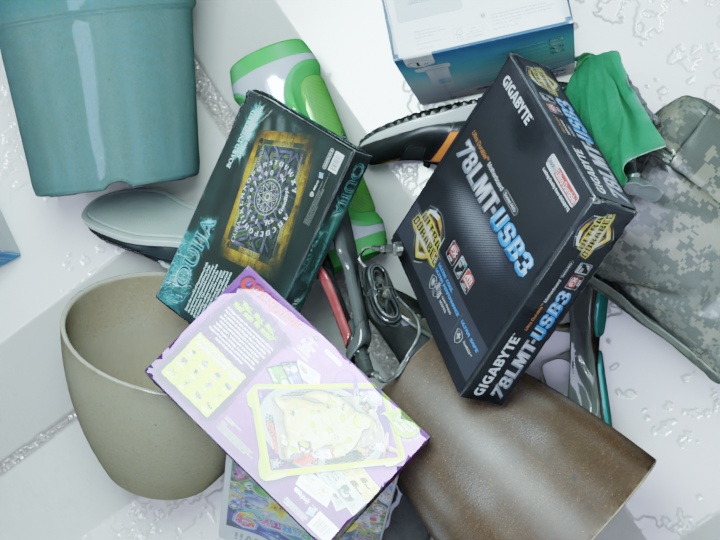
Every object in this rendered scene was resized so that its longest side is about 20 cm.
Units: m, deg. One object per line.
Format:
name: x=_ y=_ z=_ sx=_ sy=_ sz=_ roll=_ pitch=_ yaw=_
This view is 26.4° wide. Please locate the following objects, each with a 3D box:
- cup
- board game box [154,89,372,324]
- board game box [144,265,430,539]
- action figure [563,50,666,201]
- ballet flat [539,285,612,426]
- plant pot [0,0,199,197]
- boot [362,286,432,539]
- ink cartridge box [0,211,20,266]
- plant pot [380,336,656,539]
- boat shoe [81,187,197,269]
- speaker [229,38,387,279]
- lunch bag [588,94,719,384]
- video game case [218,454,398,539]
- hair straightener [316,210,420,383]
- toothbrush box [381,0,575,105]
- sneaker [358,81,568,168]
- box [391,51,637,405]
cup: x=-0.166 y=0.112 z=1.334 sx=0.199 sy=0.201 sz=0.144 roll=16 pitch=119 yaw=8
board game box: x=-0.083 y=-0.034 z=1.274 sx=0.135 sy=0.028 sz=0.201 roll=34 pitch=103 yaw=36
board game box: x=-0.057 y=0.106 z=1.195 sx=0.200 sy=0.032 sz=0.120 roll=43 pitch=82 yaw=12
action figure: x=0.195 y=-0.115 z=1.225 sx=0.055 sy=0.201 sz=0.118 roll=32 pitch=124 yaw=-26
ballet flat: x=0.186 y=0.063 z=1.332 sx=0.063 sy=0.067 sz=0.202 roll=-1 pitch=89 yaw=15
plant pot: x=-0.225 y=-0.170 z=1.340 sx=0.198 sy=0.200 sz=0.198 roll=-6 pitch=97 yaw=8
boot: x=0.027 y=0.134 z=1.357 sx=0.181 sy=0.073 sz=0.201 roll=36 pitch=100 yaw=6
ink cartridge box: x=-0.432 y=-0.021 z=1.419 sx=0.199 sy=0.068 sz=0.116 roll=-27 pitch=85 yaw=7
plant pot: x=0.105 y=0.153 z=1.254 sx=0.200 sy=0.187 sz=0.187 roll=43 pitch=95 yaw=9
boat shoe: x=-0.159 y=-0.026 z=1.380 sx=0.198 sy=0.076 sz=0.061 roll=12 pitch=135 yaw=24
speaker: x=-0.046 y=-0.098 z=1.356 sx=0.088 sy=0.088 sz=0.201 roll=-23 pitch=86 yaw=7
lunch bag: x=0.277 y=-0.022 z=1.263 sx=0.200 sy=0.139 sz=0.168 roll=38 pitch=80 yaw=-4
video game case: x=-0.047 y=0.193 z=1.291 sx=0.142 sy=0.201 sz=0.018 roll=17 pitch=52 yaw=5
hair straightener: x=0.000 y=0.000 z=1.249 sx=0.077 sy=0.041 sz=0.201 roll=-27 pitch=60 yaw=15
toothbrush box: x=0.101 y=-0.208 z=1.279 sx=0.145 sy=0.200 sz=0.086 roll=-12 pitch=83 yaw=9
sneaker: x=0.097 y=-0.104 z=1.345 sx=0.198 sy=0.070 sz=0.091 roll=-14 pitch=97 yaw=11
box: x=0.113 y=-0.034 z=1.201 sx=0.049 sy=0.201 sz=0.199 roll=13 pitch=124 yaw=-28
